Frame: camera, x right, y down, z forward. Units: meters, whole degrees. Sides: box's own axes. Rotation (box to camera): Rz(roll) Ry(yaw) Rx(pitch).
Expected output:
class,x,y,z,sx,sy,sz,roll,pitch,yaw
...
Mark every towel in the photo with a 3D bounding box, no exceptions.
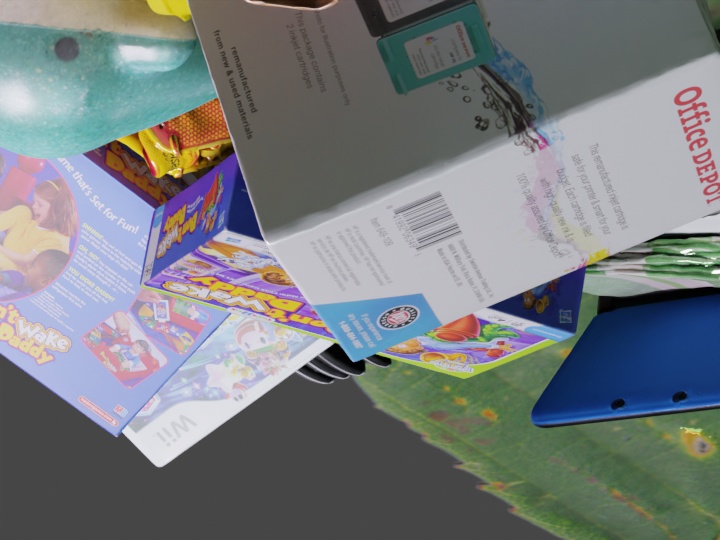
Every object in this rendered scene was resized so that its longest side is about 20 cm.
class,x,y,z,sx,sy,sz,roll,pitch,yaw
towel,0.181,0.002,1.460,0.199,0.024,0.152,-3,173,44

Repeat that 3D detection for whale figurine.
class,x,y,z,sx,sy,sz,roll,pitch,yaw
whale figurine,-0.113,-0.104,1.284,0.199,0.105,0.159,4,-172,-23

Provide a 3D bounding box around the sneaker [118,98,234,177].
class,x,y,z,sx,sy,sz,roll,pitch,yaw
sneaker,-0.077,-0.080,1.395,0.198,0.078,0.073,6,159,5

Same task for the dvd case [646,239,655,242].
class,x,y,z,sx,sy,sz,roll,pitch,yaw
dvd case,0.138,-0.053,1.445,0.149,0.025,0.200,-5,157,34

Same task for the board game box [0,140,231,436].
class,x,y,z,sx,sy,sz,roll,pitch,yaw
board game box,-0.172,-0.016,1.465,0.200,0.045,0.134,38,114,-16

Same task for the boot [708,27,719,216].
class,x,y,z,sx,sy,sz,roll,pitch,yaw
boot,0.168,-0.093,1.236,0.202,0.074,0.154,7,144,15

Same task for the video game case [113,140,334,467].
class,x,y,z,sx,sy,sz,roll,pitch,yaw
video game case,-0.130,0.008,1.512,0.143,0.018,0.200,-36,111,20

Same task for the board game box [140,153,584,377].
class,x,y,z,sx,sy,sz,roll,pitch,yaw
board game box,0.000,0.000,1.388,0.199,0.045,0.134,16,162,-19

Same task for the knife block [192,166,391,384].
class,x,y,z,sx,sy,sz,roll,pitch,yaw
knife block,-0.072,0.004,1.597,0.198,0.064,0.176,9,149,-1

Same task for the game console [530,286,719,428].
class,x,y,z,sx,sy,sz,roll,pitch,yaw
game console,0.232,0.058,1.568,0.199,0.119,0.170,-9,153,43

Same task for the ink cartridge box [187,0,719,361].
class,x,y,z,sx,sy,sz,roll,pitch,yaw
ink cartridge box,0.049,-0.082,1.121,0.199,0.147,0.147,-22,154,6

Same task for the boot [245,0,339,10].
class,x,y,z,sx,sy,sz,roll,pitch,yaw
boot,-0.084,-0.184,0.991,0.198,0.156,0.074,8,161,3

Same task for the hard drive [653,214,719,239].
class,x,y,z,sx,sy,sz,roll,pitch,yaw
hard drive,0.174,-0.034,1.366,0.198,0.026,0.132,4,175,14

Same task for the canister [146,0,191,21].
class,x,y,z,sx,sy,sz,roll,pitch,yaw
canister,-0.163,-0.180,1.146,0.198,0.087,0.149,7,160,12
